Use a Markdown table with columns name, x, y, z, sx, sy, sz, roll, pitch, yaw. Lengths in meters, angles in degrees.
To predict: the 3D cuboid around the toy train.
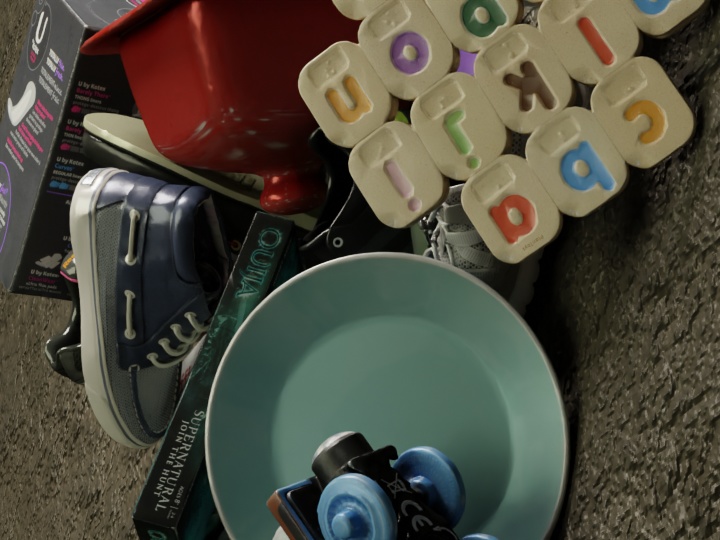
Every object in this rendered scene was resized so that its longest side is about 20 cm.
| name | x | y | z | sx | sy | sz | roll | pitch | yaw |
| --- | --- | --- | --- | --- | --- | --- | --- | --- | --- |
| toy train | 0.026 | 0.178 | 1.052 | 0.200 | 0.087 | 0.114 | 53 | 126 | 17 |

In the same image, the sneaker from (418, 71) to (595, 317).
| name | x | y | z | sx | sy | sz | roll | pitch | yaw |
| --- | --- | --- | --- | --- | --- | --- | --- | --- | --- |
| sneaker | 0.057 | -0.033 | 1.125 | 0.200 | 0.082 | 0.075 | -65 | 29 | 26 |

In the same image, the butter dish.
| name | x | y | z | sx | sy | sz | roll | pitch | yaw |
| --- | --- | --- | --- | --- | --- | --- | --- | --- | --- |
| butter dish | -0.050 | -0.108 | 1.313 | 0.200 | 0.199 | 0.148 | -14 | 84 | 64 |

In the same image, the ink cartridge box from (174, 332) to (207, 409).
| name | x | y | z | sx | sy | sz | roll | pitch | yaw |
| --- | --- | --- | --- | --- | --- | --- | --- | --- | --- |
| ink cartridge box | -0.064 | 0.134 | 1.372 | 0.147 | 0.083 | 0.201 | 132 | 142 | -53 |

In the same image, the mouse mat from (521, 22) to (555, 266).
| name | x | y | z | sx | sy | sz | roll | pitch | yaw |
| --- | --- | --- | --- | --- | --- | --- | --- | --- | --- |
| mouse mat | 0.057 | -0.032 | 1.240 | 0.200 | 0.008 | 0.161 | 128 | 143 | -51 |

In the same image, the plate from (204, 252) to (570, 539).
| name | x | y | z | sx | sy | sz | roll | pitch | yaw |
| --- | --- | --- | --- | --- | --- | --- | --- | --- | --- |
| plate | 0.015 | 0.090 | 1.120 | 0.026 | 0.200 | 0.201 | 2 | -82 | -71 |

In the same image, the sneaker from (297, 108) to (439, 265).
| name | x | y | z | sx | sy | sz | roll | pitch | yaw |
| --- | --- | --- | --- | --- | --- | --- | --- | --- | --- |
| sneaker | 0.000 | 0.000 | 1.236 | 0.072 | 0.083 | 0.201 | 162 | 107 | -65 |

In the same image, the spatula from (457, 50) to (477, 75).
| name | x | y | z | sx | sy | sz | roll | pitch | yaw |
| --- | --- | --- | --- | --- | --- | --- | --- | --- | --- |
| spatula | 0.081 | -0.115 | 1.177 | 0.200 | 0.020 | 0.057 | 175 | 97 | -66 |

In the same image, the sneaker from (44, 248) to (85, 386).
| name | x | y | z | sx | sy | sz | roll | pitch | yaw |
| --- | --- | --- | --- | --- | --- | --- | --- | --- | --- |
| sneaker | -0.156 | -0.008 | 1.442 | 0.080 | 0.086 | 0.201 | 24 | 100 | 60 |

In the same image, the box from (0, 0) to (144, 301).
| name | x | y | z | sx | sy | sz | roll | pitch | yaw |
| --- | --- | --- | --- | --- | --- | --- | --- | --- | --- |
| box | -0.190 | -0.089 | 1.518 | 0.122 | 0.106 | 0.201 | 47 | 123 | 56 |

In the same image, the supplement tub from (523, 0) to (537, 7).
| name | x | y | z | sx | sy | sz | roll | pitch | yaw |
| --- | --- | --- | --- | --- | --- | --- | --- | --- | --- |
| supplement tub | 0.083 | -0.248 | 1.103 | 0.123 | 0.122 | 0.200 | -116 | 40 | -54 |

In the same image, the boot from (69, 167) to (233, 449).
| name | x | y | z | sx | sy | sz | roll | pitch | yaw |
| --- | --- | --- | --- | --- | --- | --- | --- | --- | --- |
| boot | -0.126 | 0.033 | 1.361 | 0.090 | 0.073 | 0.201 | 11 | 124 | 28 |

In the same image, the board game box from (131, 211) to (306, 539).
| name | x | y | z | sx | sy | sz | roll | pitch | yaw |
| --- | --- | --- | --- | --- | --- | --- | --- | --- | --- |
| board game box | -0.075 | 0.085 | 1.230 | 0.135 | 0.028 | 0.200 | 83 | -156 | -60 |

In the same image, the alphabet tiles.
| name | x | y | z | sx | sy | sz | roll | pitch | yaw |
| --- | --- | --- | --- | --- | --- | --- | --- | --- | --- |
| alphabet tiles | 0.068 | -0.114 | 1.048 | 0.200 | 0.015 | 0.196 | -36 | 77 | 16 |

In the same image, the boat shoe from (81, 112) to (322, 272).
| name | x | y | z | sx | sy | sz | roll | pitch | yaw |
| --- | --- | --- | --- | --- | --- | --- | --- | --- | --- |
| boat shoe | -0.095 | -0.043 | 1.380 | 0.063 | 0.201 | 0.074 | -67 | -6 | 20 |

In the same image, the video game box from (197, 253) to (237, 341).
| name | x | y | z | sx | sy | sz | roll | pitch | yaw |
| --- | --- | --- | --- | --- | --- | --- | --- | --- | --- |
| video game box | -0.108 | -0.052 | 1.512 | 0.182 | 0.047 | 0.201 | -18 | 66 | 58 |

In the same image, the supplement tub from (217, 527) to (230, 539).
| name | x | y | z | sx | sy | sz | roll | pitch | yaw |
| --- | --- | --- | --- | --- | --- | --- | --- | --- | --- |
| supplement tub | -0.013 | 0.229 | 1.163 | 0.123 | 0.122 | 0.200 | 122 | 149 | -44 |
